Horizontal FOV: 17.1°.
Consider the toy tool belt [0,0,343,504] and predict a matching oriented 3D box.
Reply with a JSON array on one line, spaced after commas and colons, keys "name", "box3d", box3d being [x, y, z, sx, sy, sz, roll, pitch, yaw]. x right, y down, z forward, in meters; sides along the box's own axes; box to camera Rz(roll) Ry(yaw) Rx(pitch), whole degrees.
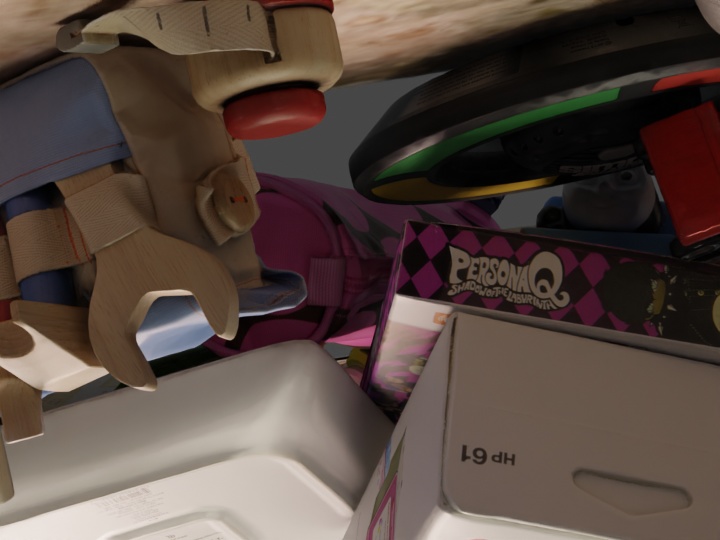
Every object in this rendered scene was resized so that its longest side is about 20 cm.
[{"name": "toy tool belt", "box3d": [-0.073, -0.003, 0.750, 0.199, 0.124, 0.124, -19, 170, 39]}]

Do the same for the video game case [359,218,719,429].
[{"name": "video game case", "box3d": [0.093, 0.043, 0.944, 0.180, 0.036, 0.200, 10, 159, -2]}]

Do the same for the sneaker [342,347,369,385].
[{"name": "sneaker", "box3d": [-0.013, 0.095, 1.187, 0.081, 0.074, 0.200, -54, 177, -16]}]

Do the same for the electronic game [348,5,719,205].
[{"name": "electronic game", "box3d": [0.093, -0.059, 0.922, 0.199, 0.042, 0.200, -12, 172, -2]}]

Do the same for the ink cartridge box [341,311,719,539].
[{"name": "ink cartridge box", "box3d": [0.076, 0.110, 0.909, 0.144, 0.085, 0.200, 11, 147, -8]}]

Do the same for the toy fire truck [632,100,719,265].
[{"name": "toy fire truck", "box3d": [0.176, -0.047, 0.880, 0.140, 0.049, 0.200, -21, 166, 11]}]

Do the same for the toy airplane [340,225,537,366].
[{"name": "toy airplane", "box3d": [0.072, 0.054, 1.327, 0.199, 0.142, 0.199, -16, 172, 24]}]

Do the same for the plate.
[{"name": "plate", "box3d": [-0.076, 0.101, 0.989, 0.198, 0.033, 0.200, -16, 152, 13]}]

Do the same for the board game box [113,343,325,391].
[{"name": "board game box", "box3d": [-0.066, 0.043, 1.178, 0.095, 0.030, 0.200, -16, -167, 22]}]

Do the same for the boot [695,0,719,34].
[{"name": "boot", "box3d": [0.172, -0.104, 0.651, 0.199, 0.070, 0.131, -20, 165, 22]}]

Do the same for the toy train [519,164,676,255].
[{"name": "toy train", "box3d": [0.119, 0.017, 1.088, 0.086, 0.115, 0.200, 1, 161, 15]}]

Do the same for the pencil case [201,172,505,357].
[{"name": "pencil case", "box3d": [0.000, 0.000, 1.036, 0.093, 0.091, 0.200, 23, -169, 25]}]

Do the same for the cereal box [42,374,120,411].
[{"name": "cereal box", "box3d": [-0.139, 0.094, 1.196, 0.143, 0.040, 0.200, -1, -159, 27]}]

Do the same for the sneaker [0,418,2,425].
[{"name": "sneaker", "box3d": [-0.174, 0.077, 1.034, 0.075, 0.071, 0.200, -11, 170, -11]}]
